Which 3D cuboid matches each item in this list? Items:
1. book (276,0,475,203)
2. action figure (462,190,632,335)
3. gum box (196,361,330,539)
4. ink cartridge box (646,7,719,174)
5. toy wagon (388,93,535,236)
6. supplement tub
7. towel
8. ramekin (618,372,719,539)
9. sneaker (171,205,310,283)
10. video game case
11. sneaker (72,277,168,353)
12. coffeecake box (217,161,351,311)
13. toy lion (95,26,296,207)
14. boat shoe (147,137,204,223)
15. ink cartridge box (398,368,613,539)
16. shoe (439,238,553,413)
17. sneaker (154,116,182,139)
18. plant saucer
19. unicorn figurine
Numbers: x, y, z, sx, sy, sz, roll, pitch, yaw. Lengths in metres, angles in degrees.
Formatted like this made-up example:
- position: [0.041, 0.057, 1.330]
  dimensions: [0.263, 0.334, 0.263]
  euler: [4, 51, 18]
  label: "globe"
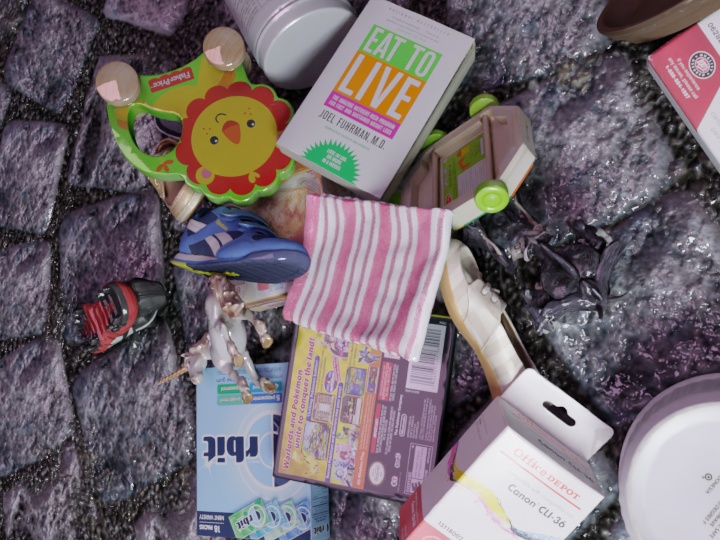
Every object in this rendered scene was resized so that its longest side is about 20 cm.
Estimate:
- position: [0.018, -0.184, 0.830]
  dimensions: [0.133, 0.048, 0.201]
  euler: [29, 81, 13]
  label: "book"
- position: [0.185, -0.005, 0.729]
  dimensions: [0.119, 0.102, 0.200]
  euler: [-48, 42, 7]
  label: "action figure"
- position: [-0.119, 0.212, 0.912]
  dimensions: [0.169, 0.044, 0.202]
  euler: [-8, 78, 29]
  label: "gum box"
- position: [0.365, -0.178, 0.637]
  dimensions: [0.200, 0.083, 0.147]
  euler: [-35, 86, 22]
  label: "ink cartridge box"
- position: [0.088, -0.093, 0.796]
  dimensions: [0.199, 0.040, 0.156]
  euler: [-32, 35, 32]
  label: "toy wagon"
- position: [-0.097, -0.334, 0.923]
  dimensions: [0.132, 0.132, 0.201]
  euler: [-37, 68, 21]
  label: "supplement tub"
- position: [0.000, 0.000, 0.771]
  dimensions: [0.199, 0.030, 0.148]
  euler: [13, 91, 46]
  label: "towel"
- position: [0.309, 0.186, 0.636]
  dimensions: [0.201, 0.094, 0.204]
  euler: [-5, 80, 30]
  label: "ramekin"
- position: [-0.132, -0.033, 0.842]
  dimensions: [0.199, 0.074, 0.083]
  euler: [5, 73, 40]
  label: "sneaker"
- position: [0.005, 0.138, 0.833]
  dimensions: [0.179, 0.025, 0.202]
  euler: [7, 85, 16]
  label: "video game case"
- position: [-0.323, 0.060, 1.040]
  dimensions: [0.200, 0.098, 0.071]
  euler: [-29, 81, 48]
  label: "sneaker"
- position: [-0.090, -0.065, 0.916]
  dimensions: [0.153, 0.073, 0.202]
  euler: [-14, 77, 27]
  label: "coffeecake box"
- position: [-0.172, -0.158, 0.860]
  dimensions: [0.199, 0.069, 0.193]
  euler: [-18, 81, -3]
  label: "toy lion"
- position: [-0.231, -0.117, 0.951]
  dimensions: [0.074, 0.069, 0.200]
  euler: [-52, 25, 6]
  label: "boat shoe"
- position: [0.140, 0.205, 0.720]
  dimensions: [0.116, 0.068, 0.200]
  euler: [35, 104, -7]
  label: "ink cartridge box"
- position: [0.131, 0.056, 0.750]
  dimensions: [0.053, 0.070, 0.201]
  euler: [-19, 102, 25]
  label: "shoe"
- position: [-0.212, -0.215, 0.984]
  dimensions: [0.199, 0.114, 0.076]
  euler: [3, 84, 31]
  label: "sneaker"
- position: [0.301, -0.264, 0.671]
  dimensions: [0.199, 0.200, 0.030]
  euler: [-34, 108, 23]
  label: "plant saucer"
- position: [-0.154, 0.087, 0.875]
  dimensions: [0.137, 0.073, 0.201]
  euler: [42, 126, 36]
  label: "unicorn figurine"
